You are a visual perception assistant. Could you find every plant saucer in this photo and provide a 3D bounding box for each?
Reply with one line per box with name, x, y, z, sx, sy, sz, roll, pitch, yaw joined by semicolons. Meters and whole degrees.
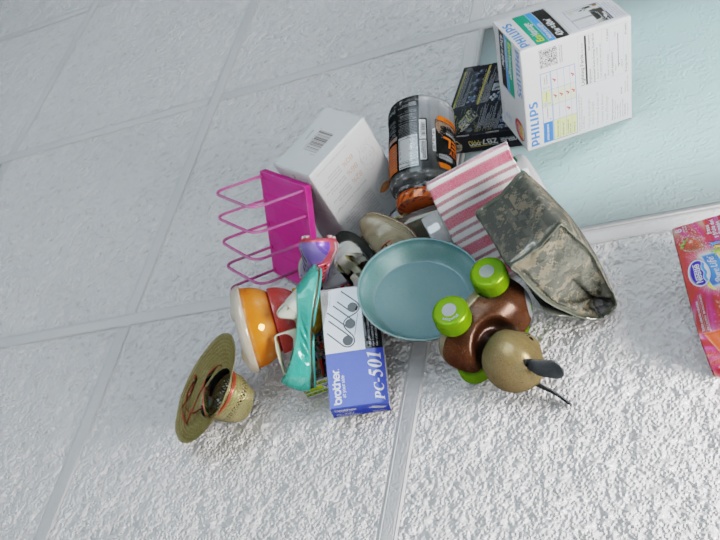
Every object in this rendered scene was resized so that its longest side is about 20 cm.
plant saucer;0.094;0.036;1.629;0.198;0.036;0.201;-3;51;4

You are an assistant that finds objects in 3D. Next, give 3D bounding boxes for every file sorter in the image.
file sorter;-0.165;-0.053;1.841;0.125;0.202;0.139;-23;30;-33

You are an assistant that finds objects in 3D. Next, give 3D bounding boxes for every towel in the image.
towel;0.208;-0.086;1.663;0.146;0.201;0.030;-26;14;9

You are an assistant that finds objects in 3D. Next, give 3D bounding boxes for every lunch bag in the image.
lunch bag;0.282;-0.022;1.546;0.117;0.200;0.164;-41;34;14

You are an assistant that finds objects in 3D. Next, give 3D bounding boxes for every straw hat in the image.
straw hat;-0.222;0.208;1.734;0.201;0.085;0.202;-44;31;36

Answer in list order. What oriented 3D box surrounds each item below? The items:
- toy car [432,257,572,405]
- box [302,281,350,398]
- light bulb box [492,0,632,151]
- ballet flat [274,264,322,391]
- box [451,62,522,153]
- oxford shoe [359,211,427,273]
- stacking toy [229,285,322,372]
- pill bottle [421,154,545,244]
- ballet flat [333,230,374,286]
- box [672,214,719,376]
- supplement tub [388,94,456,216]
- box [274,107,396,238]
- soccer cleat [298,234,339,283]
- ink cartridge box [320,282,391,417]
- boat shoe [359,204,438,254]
toy car;0.223;0.109;1.490;0.158;0.165;0.200;-44;50;-12
box;-0.048;0.111;1.758;0.109;0.035;0.201;-20;42;16
light bulb box;0.343;-0.339;1.778;0.199;0.199;0.125;-18;38;-7
ballet flat;-0.100;0.090;1.655;0.070;0.202;0.067;3;3;-6
box;0.248;-0.309;1.963;0.160;0.049;0.201;-3;50;29
oxford shoe;0.063;-0.033;1.736;0.200;0.075;0.071;41;105;26
stacking toy;-0.109;0.076;1.731;0.198;0.147;0.147;-15;41;-3
pill bottle;0.206;-0.097;1.732;0.199;0.113;0.113;-30;40;5
ballet flat;0.000;0.000;1.759;0.068;0.068;0.200;-47;58;15
box;0.493;0.030;1.421;0.095;0.100;0.201;-17;43;19
supplement tub;0.110;-0.198;1.863;0.122;0.122;0.202;-12;64;24
box;-0.033;-0.162;1.888;0.106;0.200;0.152;23;64;44
soccer cleat;-0.071;-0.010;1.726;0.066;0.200;0.077;-1;80;-7
ink cartridge box;-0.008;0.124;1.644;0.093;0.044;0.202;-8;65;4
boat shoe;0.073;-0.066;1.826;0.199;0.072;0.060;-30;43;14
